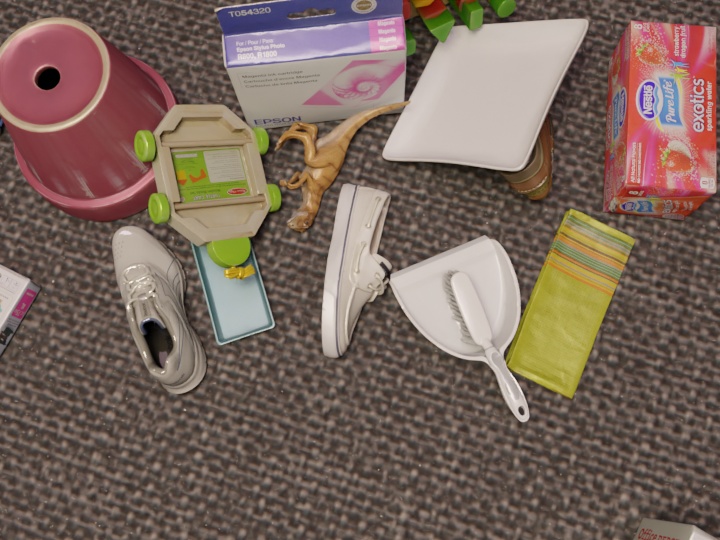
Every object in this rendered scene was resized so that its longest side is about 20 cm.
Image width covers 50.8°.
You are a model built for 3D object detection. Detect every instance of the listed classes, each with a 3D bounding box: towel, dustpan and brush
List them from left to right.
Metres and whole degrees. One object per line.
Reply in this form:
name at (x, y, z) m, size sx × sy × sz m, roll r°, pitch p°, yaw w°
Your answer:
dustpan and brush at (0.131, 0.069, 0.825) m, size 0.138 × 0.057 × 0.202 m, roll -22°, pitch 83°, yaw -12°
towel at (0.237, 0.034, 0.856) m, size 0.085 × 0.018 × 0.202 m, roll 23°, pitch 78°, yaw 9°

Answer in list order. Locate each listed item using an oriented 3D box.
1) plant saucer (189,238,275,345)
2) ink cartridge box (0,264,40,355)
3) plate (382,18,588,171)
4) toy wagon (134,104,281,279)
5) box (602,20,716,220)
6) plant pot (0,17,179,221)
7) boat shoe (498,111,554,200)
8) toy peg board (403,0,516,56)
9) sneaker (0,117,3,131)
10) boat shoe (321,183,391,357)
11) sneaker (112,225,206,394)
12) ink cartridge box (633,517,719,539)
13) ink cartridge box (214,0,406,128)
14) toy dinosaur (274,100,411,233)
plant saucer at (-0.158, -0.017, 0.884) m, size 0.069 × 0.019 × 0.203 m, roll -17°, pitch 76°, yaw -3°
ink cartridge box at (-0.469, 0.078, 0.861) m, size 0.118 × 0.042 × 0.202 m, roll 25°, pitch 75°, yaw 8°
plate at (0.142, -0.197, 0.867) m, size 0.198 × 0.032 × 0.201 m, roll 13°, pitch 70°, yaw 42°
toy wagon at (-0.163, -0.085, 0.846) m, size 0.154 × 0.039 × 0.203 m, roll -10°, pitch 84°, yaw -38°
box at (0.339, -0.169, 0.863) m, size 0.098 × 0.096 × 0.203 m, roll 6°, pitch 76°, yaw 5°
plant pot at (-0.310, -0.176, 0.848) m, size 0.197 × 0.179 × 0.203 m, roll 0°, pitch 76°, yaw 1°
boat shoe at (0.188, -0.172, 0.887) m, size 0.071 × 0.068 × 0.202 m, roll -15°, pitch 54°, yaw 34°
toy peg board at (0.091, -0.353, 0.854) m, size 0.198 × 0.200 × 0.099 m, roll -23°, pitch 60°, yaw -6°
sneaker at (-0.513, -0.166, 0.904) m, size 0.199 × 0.079 × 0.076 m, roll -38°, pitch 78°, yaw -7°
boat shoe at (0.000, 0.000, 0.850) m, size 0.069 × 0.071 × 0.203 m, roll 6°, pitch 69°, yaw 7°
sneaker at (-0.228, 0.035, 0.838) m, size 0.074 × 0.087 × 0.202 m, roll -26°, pitch 75°, yaw -3°
ink cartridge box at (0.309, 0.357, 0.704) m, size 0.143 × 0.145 × 0.202 m, roll 28°, pitch 79°, yaw 9°
ink cartridge box at (-0.046, -0.225, 0.839) m, size 0.193 × 0.200 × 0.044 m, roll -6°, pitch 75°, yaw 1°
toy dinosaur at (-0.040, -0.141, 0.899) m, size 0.106 × 0.060 × 0.201 m, roll 32°, pitch 89°, yaw -5°
